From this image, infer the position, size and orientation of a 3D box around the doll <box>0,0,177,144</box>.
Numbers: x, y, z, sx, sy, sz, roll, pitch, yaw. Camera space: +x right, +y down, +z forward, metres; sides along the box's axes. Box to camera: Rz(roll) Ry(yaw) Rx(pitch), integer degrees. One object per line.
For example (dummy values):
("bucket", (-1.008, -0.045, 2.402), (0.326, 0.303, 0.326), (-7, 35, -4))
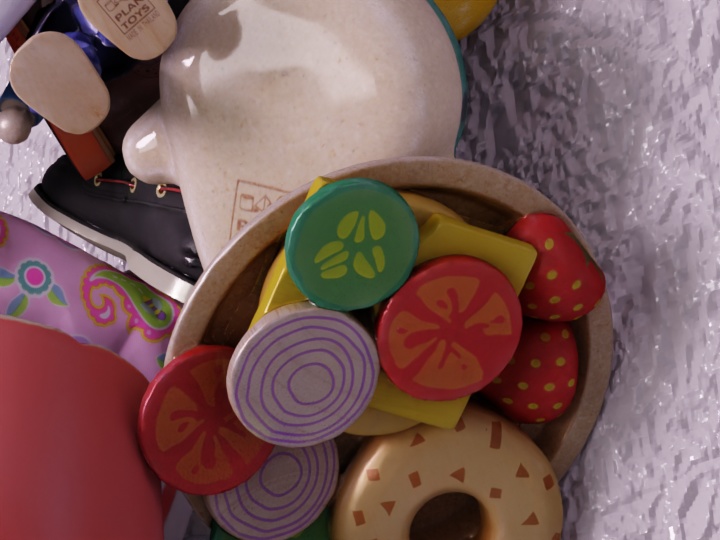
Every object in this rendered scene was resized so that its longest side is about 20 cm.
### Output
("doll", (-0.111, -0.108, 0.922), (0.137, 0.048, 0.200), (-47, 14, 1))

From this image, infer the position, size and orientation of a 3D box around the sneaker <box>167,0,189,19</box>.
("sneaker", (-0.068, -0.111, 1.091), (0.082, 0.073, 0.201), (57, 135, 34))

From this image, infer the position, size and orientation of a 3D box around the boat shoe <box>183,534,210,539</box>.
("boat shoe", (-0.037, 0.207, 0.990), (0.065, 0.074, 0.203), (-40, 58, 30))

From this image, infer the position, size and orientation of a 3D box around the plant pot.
("plant pot", (-0.161, 0.122, 0.846), (0.200, 0.200, 0.179), (-21, 54, 45))

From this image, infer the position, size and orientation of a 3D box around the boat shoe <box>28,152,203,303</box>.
("boat shoe", (-0.099, -0.028, 1.050), (0.201, 0.073, 0.063), (24, 91, 56))

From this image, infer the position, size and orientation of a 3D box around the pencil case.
("pencil case", (-0.166, 0.016, 1.067), (0.088, 0.199, 0.088), (-54, 20, 29))

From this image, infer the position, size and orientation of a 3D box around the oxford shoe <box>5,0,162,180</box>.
("oxford shoe", (-0.133, -0.110, 1.079), (0.072, 0.071, 0.200), (-31, 34, -2))

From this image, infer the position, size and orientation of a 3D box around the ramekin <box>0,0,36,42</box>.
("ramekin", (-0.205, -0.138, 0.981), (0.200, 0.098, 0.201), (-45, 14, 14))

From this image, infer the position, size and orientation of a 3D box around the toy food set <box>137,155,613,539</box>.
("toy food set", (0.011, 0.049, 0.866), (0.201, 0.197, 0.049), (-66, 25, 17))

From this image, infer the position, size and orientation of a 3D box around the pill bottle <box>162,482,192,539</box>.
("pill bottle", (-0.182, 0.085, 0.998), (0.114, 0.199, 0.114), (-59, 15, 27))

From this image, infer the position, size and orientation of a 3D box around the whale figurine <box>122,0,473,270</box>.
("whale figurine", (-0.022, -0.037, 0.917), (0.158, 0.104, 0.201), (12, 103, 15))

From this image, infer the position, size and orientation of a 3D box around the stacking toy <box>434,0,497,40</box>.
("stacking toy", (0.025, -0.149, 0.964), (0.146, 0.145, 0.201), (28, 121, 48))
